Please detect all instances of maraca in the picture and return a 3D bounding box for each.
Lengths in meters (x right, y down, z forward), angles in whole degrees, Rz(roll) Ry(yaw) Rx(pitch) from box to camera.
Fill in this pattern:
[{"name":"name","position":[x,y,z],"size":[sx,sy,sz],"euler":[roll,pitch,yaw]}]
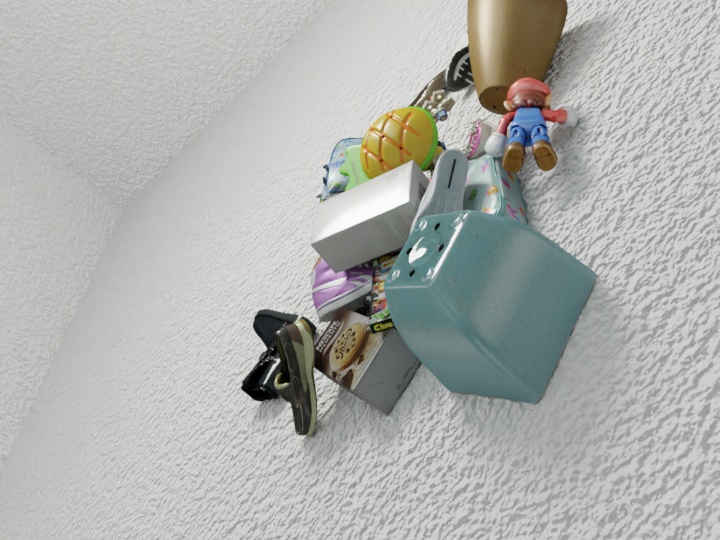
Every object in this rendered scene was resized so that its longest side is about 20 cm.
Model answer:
[{"name":"maraca","position":[0.047,-0.199,1.493],"size":[0.198,0.106,0.139],"euler":[-30,58,24]}]

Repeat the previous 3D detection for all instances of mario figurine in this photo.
[{"name":"mario figurine","position":[0.273,-0.218,1.384],"size":[0.107,0.122,0.202],"euler":[-56,13,42]}]

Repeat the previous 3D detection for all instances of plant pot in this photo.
[{"name":"plant pot","position":[0.268,-0.390,1.564],"size":[0.185,0.185,0.203],"euler":[-16,55,52]},{"name":"plant pot","position":[0.147,0.030,1.145],"size":[0.195,0.199,0.198],"euler":[-4,52,59]}]

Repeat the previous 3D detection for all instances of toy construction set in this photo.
[{"name":"toy construction set","position":[0.139,-0.218,1.571],"size":[0.090,0.132,0.203],"euler":[-10,62,10]}]

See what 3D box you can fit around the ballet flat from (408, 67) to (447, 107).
[{"name":"ballet flat","position":[0.141,-0.364,1.897],"size":[0.200,0.046,0.067],"euler":[-44,-7,4]}]

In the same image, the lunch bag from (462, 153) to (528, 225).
[{"name":"lunch bag","position":[0.181,-0.082,1.386],"size":[0.160,0.077,0.202],"euler":[-38,28,27]}]

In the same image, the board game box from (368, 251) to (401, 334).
[{"name":"board game box","position":[0.067,0.024,1.358],"size":[0.103,0.024,0.201],"euler":[-16,27,11]}]

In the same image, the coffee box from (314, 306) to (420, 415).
[{"name":"coffee box","position":[0.003,0.139,1.394],"size":[0.114,0.079,0.199],"euler":[-57,24,-9]}]

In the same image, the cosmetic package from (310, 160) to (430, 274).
[{"name":"cosmetic package","position":[0.021,-0.087,1.446],"size":[0.198,0.085,0.109],"euler":[-22,39,29]}]

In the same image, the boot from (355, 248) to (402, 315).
[{"name":"boot","position":[0.008,0.023,1.567],"size":[0.197,0.070,0.149],"euler":[0,69,39]}]

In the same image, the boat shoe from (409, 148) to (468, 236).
[{"name":"boat shoe","position":[0.124,-0.086,1.342],"size":[0.067,0.072,0.203],"euler":[105,-173,-70]}]

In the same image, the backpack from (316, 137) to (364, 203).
[{"name":"backpack","position":[0.000,-0.158,1.624],"size":[0.160,0.157,0.201],"euler":[-3,21,5]}]

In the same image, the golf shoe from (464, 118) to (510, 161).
[{"name":"golf shoe","position":[0.229,-0.217,1.511],"size":[0.200,0.090,0.077],"euler":[-68,-9,-75]}]

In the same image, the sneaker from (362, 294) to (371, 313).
[{"name":"sneaker","position":[0.083,0.056,1.405],"size":[0.083,0.072,0.199],"euler":[-45,24,-24]}]

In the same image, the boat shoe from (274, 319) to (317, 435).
[{"name":"boat shoe","position":[-0.111,0.180,1.428],"size":[0.072,0.065,0.205],"euler":[-142,47,-59]}]

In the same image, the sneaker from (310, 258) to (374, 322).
[{"name":"sneaker","position":[0.000,0.000,1.505],"size":[0.198,0.073,0.116],"euler":[-21,67,14]}]

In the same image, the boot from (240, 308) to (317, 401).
[{"name":"boot","position":[-0.185,0.165,1.697],"size":[0.199,0.076,0.169],"euler":[0,52,53]}]

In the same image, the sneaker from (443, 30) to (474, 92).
[{"name":"sneaker","position":[0.227,-0.444,1.833],"size":[0.202,0.073,0.080],"euler":[-59,10,-25]}]

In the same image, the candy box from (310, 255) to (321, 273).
[{"name":"candy box","position":[-0.008,-0.065,1.725],"size":[0.116,0.056,0.202],"euler":[-3,51,57]}]
